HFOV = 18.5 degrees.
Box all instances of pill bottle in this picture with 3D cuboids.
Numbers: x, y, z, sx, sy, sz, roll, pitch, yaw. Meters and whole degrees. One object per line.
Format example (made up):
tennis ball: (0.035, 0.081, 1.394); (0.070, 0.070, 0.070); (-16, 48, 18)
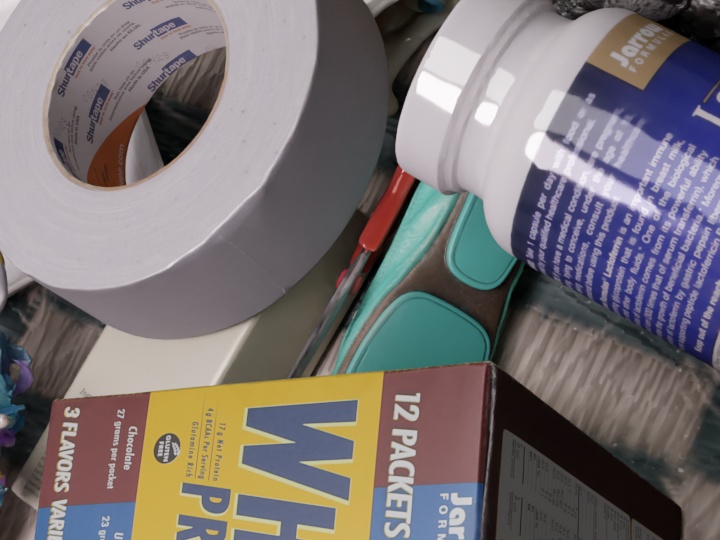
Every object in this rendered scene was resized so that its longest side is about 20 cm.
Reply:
pill bottle: (0.122, -0.038, 0.914); (0.199, 0.116, 0.116); (29, 85, 16)

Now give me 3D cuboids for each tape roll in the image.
tape roll: (-0.087, -0.073, 1.026); (0.199, 0.066, 0.202); (-15, 61, 27)

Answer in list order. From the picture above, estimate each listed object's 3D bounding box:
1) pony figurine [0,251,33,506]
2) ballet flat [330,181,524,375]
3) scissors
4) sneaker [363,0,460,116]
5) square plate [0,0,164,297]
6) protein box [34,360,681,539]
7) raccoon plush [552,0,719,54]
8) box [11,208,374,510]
pony figurine: (-0.235, 0.070, 1.068); (0.193, 0.166, 0.201); (-43, 41, 25)
ballet flat: (0.034, 0.011, 1.012); (0.201, 0.067, 0.070); (-62, 19, -9)
scissors: (0.000, 0.000, 1.008); (0.014, 0.073, 0.201); (26, 68, 2)
sneaker: (0.022, -0.168, 1.088); (0.080, 0.076, 0.201); (26, 90, 26)
square plate: (-0.198, -0.066, 1.191); (0.199, 0.028, 0.199); (-28, 58, 17)
protein box: (0.002, 0.138, 0.886); (0.197, 0.200, 0.136); (-6, 66, 27)
raccoon plush: (0.118, -0.155, 1.016); (0.199, 0.097, 0.135); (-1, 62, 29)
box: (-0.076, 0.043, 1.051); (0.082, 0.068, 0.201); (28, 85, 35)
